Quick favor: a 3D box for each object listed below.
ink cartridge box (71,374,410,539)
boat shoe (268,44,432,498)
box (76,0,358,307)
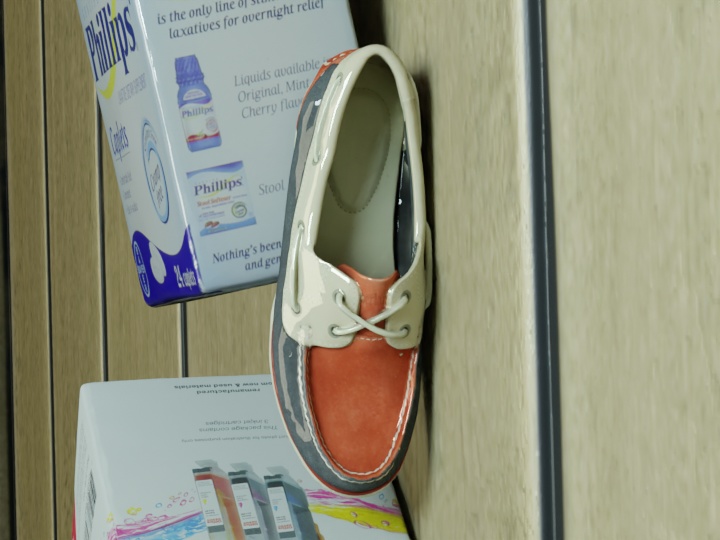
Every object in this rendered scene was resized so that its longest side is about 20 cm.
[{"bbox_3d":[-0.056,0.166,1.231,0.200,0.144,0.146,-108,21,-52],"label":"ink cartridge box"},{"bbox_3d":[0.000,0.000,1.150,0.063,0.071,0.201,161,112,-73],"label":"boat shoe"},{"bbox_3d":[-0.068,-0.091,1.276,0.184,0.104,0.201,168,89,-76],"label":"box"}]
